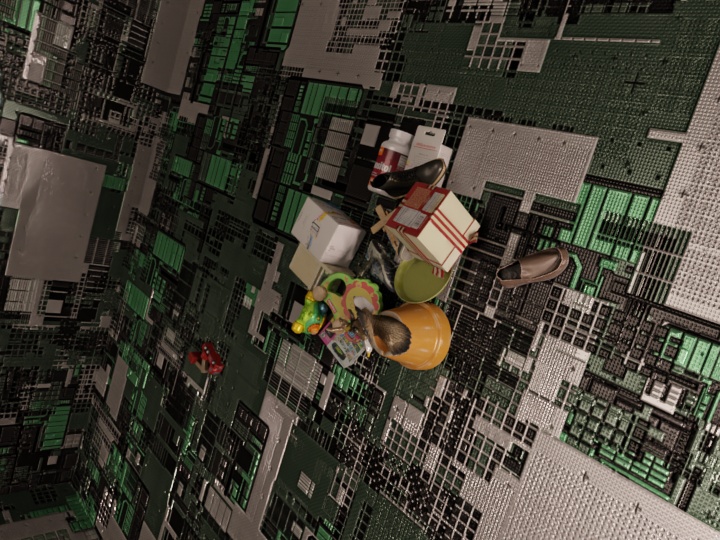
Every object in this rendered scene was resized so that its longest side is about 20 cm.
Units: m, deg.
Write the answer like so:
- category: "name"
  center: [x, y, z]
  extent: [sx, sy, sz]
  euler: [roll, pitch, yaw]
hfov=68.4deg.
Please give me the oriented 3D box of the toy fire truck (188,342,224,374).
- category: "toy fire truck"
  center: [-0.680, 0.400, 2.334]
  extent: [0.200, 0.048, 0.142]
  euler: [48, 116, 35]

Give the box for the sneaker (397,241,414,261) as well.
- category: "sneaker"
  center: [0.151, -0.124, 1.621]
  extent: [0.105, 0.075, 0.202]
  euler: [17, 73, 48]

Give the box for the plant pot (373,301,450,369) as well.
- category: "plant pot"
  center: [0.130, 0.184, 1.528]
  extent: [0.198, 0.181, 0.205]
  euler: [-8, 78, 41]

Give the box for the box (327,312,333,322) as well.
- category: "box"
  center: [-0.037, 0.116, 1.790]
  extent: [0.200, 0.041, 0.039]
  euler: [-47, 56, 28]

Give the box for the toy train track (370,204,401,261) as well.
- category: "toy train track"
  center: [0.103, -0.121, 1.707]
  extent: [0.114, 0.032, 0.203]
  euler: [-34, 67, 26]

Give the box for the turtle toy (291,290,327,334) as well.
- category: "turtle toy"
  center: [-0.164, 0.159, 1.809]
  extent: [0.200, 0.100, 0.148]
  euler: [127, 167, -80]

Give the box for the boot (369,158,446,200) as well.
- category: "boot"
  center: [0.138, -0.270, 1.530]
  extent: [0.198, 0.137, 0.079]
  euler: [-30, 67, 32]

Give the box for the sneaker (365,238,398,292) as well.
- category: "sneaker"
  center: [0.074, -0.002, 1.696]
  extent: [0.087, 0.076, 0.202]
  euler: [-55, 44, 36]

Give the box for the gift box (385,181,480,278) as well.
- category: "gift box"
  center: [0.208, -0.108, 1.470]
  extent: [0.185, 0.186, 0.200]
  euler: [-50, 36, -2]

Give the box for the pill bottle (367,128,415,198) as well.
- category: "pill bottle"
  center: [0.103, -0.337, 1.680]
  extent: [0.112, 0.112, 0.204]
  euler: [26, 101, 41]

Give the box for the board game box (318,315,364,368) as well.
- category: "board game box"
  center: [-0.028, 0.195, 1.731]
  extent: [0.148, 0.064, 0.201]
  euler: [48, 116, 17]

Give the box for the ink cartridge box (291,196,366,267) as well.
- category: "ink cartridge box"
  center: [-0.110, -0.131, 1.822]
  extent: [0.200, 0.146, 0.146]
  euler: [43, 111, 37]

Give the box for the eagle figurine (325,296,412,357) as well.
- category: "eagle figurine"
  center: [0.029, 0.157, 1.411]
  extent: [0.199, 0.151, 0.153]
  euler: [-10, 113, 57]

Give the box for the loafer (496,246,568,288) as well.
- category: "loafer"
  center: [0.433, -0.004, 1.353]
  extent: [0.198, 0.070, 0.074]
  euler: [-29, 65, 36]

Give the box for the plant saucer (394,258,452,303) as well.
- category: "plant saucer"
  center: [0.190, 0.012, 1.565]
  extent: [0.197, 0.031, 0.203]
  euler: [-24, 47, 28]

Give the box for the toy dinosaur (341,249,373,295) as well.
- category: "toy dinosaur"
  center: [0.000, 0.000, 1.710]
  extent: [0.089, 0.047, 0.202]
  euler: [-93, 27, -60]

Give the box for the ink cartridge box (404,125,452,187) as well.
- category: "ink cartridge box"
  center: [0.204, -0.328, 1.616]
  extent: [0.116, 0.067, 0.204]
  euler: [24, 100, 40]

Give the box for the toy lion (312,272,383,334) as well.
- category: "toy lion"
  center: [-0.029, 0.090, 1.652]
  extent: [0.191, 0.068, 0.202]
  euler: [-40, 75, 22]

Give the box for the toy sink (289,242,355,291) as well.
- category: "toy sink"
  center: [-0.133, 0.007, 1.836]
  extent: [0.200, 0.129, 0.113]
  euler: [40, 110, 37]
